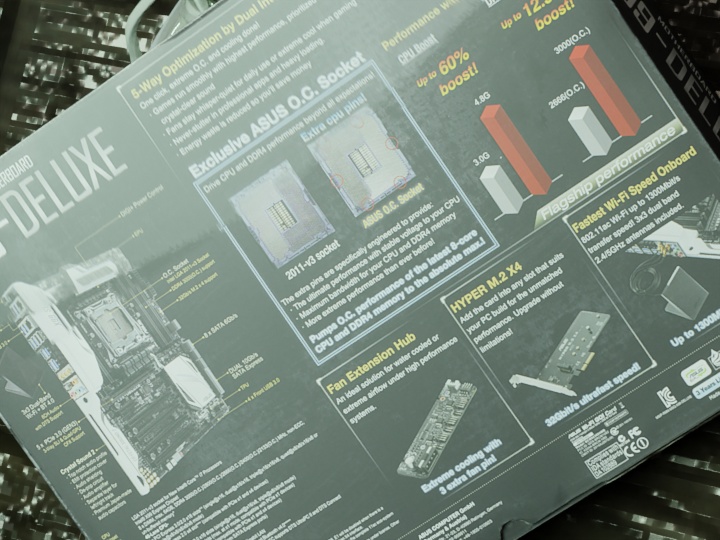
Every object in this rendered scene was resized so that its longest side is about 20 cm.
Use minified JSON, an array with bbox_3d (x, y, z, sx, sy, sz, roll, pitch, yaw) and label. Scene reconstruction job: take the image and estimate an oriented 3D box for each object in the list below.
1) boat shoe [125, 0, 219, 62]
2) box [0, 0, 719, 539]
[{"bbox_3d":[-0.023,-0.083,0.832,0.075,0.086,0.202,40,98,29],"label":"boat shoe"},{"bbox_3d":[0.000,0.000,0.781,0.199,0.050,0.158,-34,96,17],"label":"box"}]
